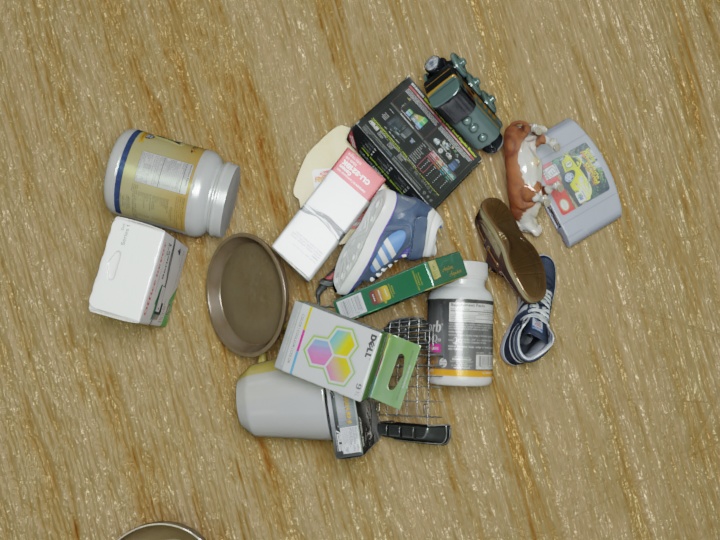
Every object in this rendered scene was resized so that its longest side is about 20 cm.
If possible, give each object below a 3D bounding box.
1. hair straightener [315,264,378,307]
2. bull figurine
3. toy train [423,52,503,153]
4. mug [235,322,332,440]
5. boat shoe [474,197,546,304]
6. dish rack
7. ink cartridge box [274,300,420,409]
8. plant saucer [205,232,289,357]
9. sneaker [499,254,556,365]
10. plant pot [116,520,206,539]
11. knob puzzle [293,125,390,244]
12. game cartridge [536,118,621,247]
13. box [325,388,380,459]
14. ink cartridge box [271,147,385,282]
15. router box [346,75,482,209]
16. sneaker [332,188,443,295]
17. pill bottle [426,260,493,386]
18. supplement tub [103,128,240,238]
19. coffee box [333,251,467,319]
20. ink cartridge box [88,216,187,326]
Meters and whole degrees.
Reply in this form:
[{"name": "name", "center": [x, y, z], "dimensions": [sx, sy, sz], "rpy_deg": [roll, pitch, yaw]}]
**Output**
[{"name": "hair straightener", "center": [0.000, 0.000, 1.315], "dimensions": [0.077, 0.041, 0.200], "rpy_deg": [44, 89, -15]}, {"name": "bull figurine", "center": [0.291, -0.157, 1.312], "dimensions": [0.064, 0.121, 0.206], "rpy_deg": [-14, 95, -26]}, {"name": "toy train", "center": [0.177, -0.278, 1.296], "dimensions": [0.084, 0.199, 0.116], "rpy_deg": [-30, 48, 24]}, {"name": "mug", "center": [-0.123, 0.199, 1.272], "dimensions": [0.149, 0.188, 0.153], "rpy_deg": [-7, 120, 4]}, {"name": "boat shoe", "center": [0.251, -0.025, 1.313], "dimensions": [0.071, 0.072, 0.203], "rpy_deg": [-13, 65, -29]}, {"name": "dish rack", "center": [0.084, 0.181, 1.263], "dimensions": [0.053, 0.152, 0.206], "rpy_deg": [8, 79, -35]}, {"name": "ink cartridge box", "center": [-0.020, 0.128, 1.140], "dimensions": [0.195, 0.059, 0.106], "rpy_deg": [20, 92, 13]}, {"name": "plant saucer", "center": [-0.185, 0.040, 1.263], "dimensions": [0.196, 0.029, 0.206], "rpy_deg": [4, 96, 41]}, {"name": "sneaker", "center": [0.302, 0.067, 1.308], "dimensions": [0.068, 0.109, 0.205], "rpy_deg": [20, 84, -2]}, {"name": "plant pot", "center": [-0.311, 0.493, 1.215], "dimensions": [0.194, 0.134, 0.207], "rpy_deg": [0, 85, -5]}, {"name": "knob puzzle", "center": [-0.023, -0.150, 1.341], "dimensions": [0.213, 0.030, 0.227], "rpy_deg": [0, 89, -5]}, {"name": "game cartridge", "center": [0.380, -0.163, 1.372], "dimensions": [0.131, 0.041, 0.203], "rpy_deg": [-28, 87, -10]}, {"name": "box", "center": [-0.017, 0.191, 1.249], "dimensions": [0.047, 0.158, 0.206], "rpy_deg": [-9, 85, 11]}, {"name": "ink cartridge box", "center": [-0.055, -0.086, 1.250], "dimensions": [0.083, 0.144, 0.202], "rpy_deg": [37, 86, -3]}, {"name": "router box", "center": [0.093, -0.210, 1.318], "dimensions": [0.201, 0.062, 0.150], "rpy_deg": [48, 65, -1]}, {"name": "sneaker", "center": [0.056, -0.026, 1.263], "dimensions": [0.144, 0.081, 0.203], "rpy_deg": [21, 111, -25]}, {"name": "pill bottle", "center": [0.169, 0.090, 1.294], "dimensions": [0.113, 0.116, 0.206], "rpy_deg": [2, 84, -4]}, {"name": "supplement tub", "center": [-0.308, -0.140, 1.267], "dimensions": [0.195, 0.144, 0.148], "rpy_deg": [15, 84, -3]}, {"name": "coffee box", "center": [0.064, 0.029, 1.239], "dimensions": [0.197, 0.122, 0.045], "rpy_deg": [-24, 85, 34]}, {"name": "ink cartridge box", "center": [-0.349, 0.009, 1.222], "dimensions": [0.082, 0.200, 0.150], "rpy_deg": [15, 85, -2]}]
